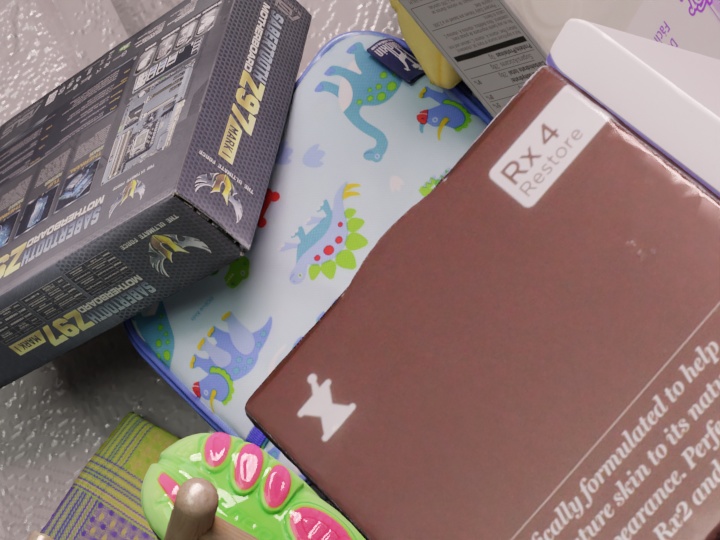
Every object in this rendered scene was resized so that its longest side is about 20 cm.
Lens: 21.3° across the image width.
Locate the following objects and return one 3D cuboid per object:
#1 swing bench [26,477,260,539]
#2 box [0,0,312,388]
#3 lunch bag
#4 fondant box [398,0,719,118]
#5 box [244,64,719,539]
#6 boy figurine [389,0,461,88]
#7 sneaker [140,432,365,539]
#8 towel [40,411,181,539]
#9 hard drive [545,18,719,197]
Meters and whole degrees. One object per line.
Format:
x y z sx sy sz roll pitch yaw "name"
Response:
-0.086 0.198 0.680 0.200 0.130 0.199 -29 31 61 "swing bench"
-0.119 -0.042 0.919 0.200 0.051 0.158 -28 35 37 "box"
0.000 0.000 0.891 0.200 0.082 0.161 -47 61 4 "lunch bag"
0.084 -0.143 0.812 0.058 0.200 0.144 -10 39 49 "fondant box"
0.100 0.066 0.703 0.166 0.200 0.164 -49 58 3 "box"
0.055 -0.166 0.895 0.124 0.064 0.200 12 49 17 "boy figurine"
-0.012 0.149 0.833 0.200 0.084 0.077 44 69 8 "sneaker"
-0.116 0.179 0.910 0.144 0.023 0.200 26 82 32 "towel"
0.175 -0.043 0.753 0.132 0.200 0.025 43 112 32 "hard drive"
